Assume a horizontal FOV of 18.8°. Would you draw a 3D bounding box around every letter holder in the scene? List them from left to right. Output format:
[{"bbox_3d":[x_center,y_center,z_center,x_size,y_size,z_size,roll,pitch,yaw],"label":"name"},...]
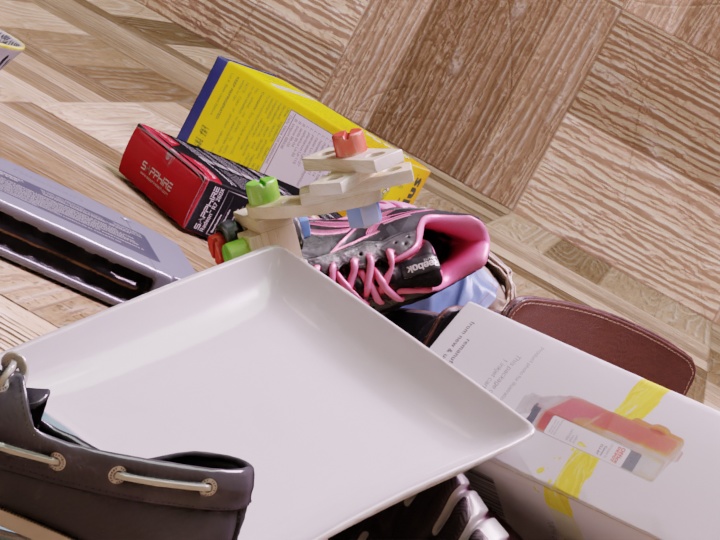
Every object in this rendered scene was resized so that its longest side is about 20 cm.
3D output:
[{"bbox_3d":[0.103,0.072,1.390,0.200,0.142,0.101,19,12,-45],"label":"letter holder"}]

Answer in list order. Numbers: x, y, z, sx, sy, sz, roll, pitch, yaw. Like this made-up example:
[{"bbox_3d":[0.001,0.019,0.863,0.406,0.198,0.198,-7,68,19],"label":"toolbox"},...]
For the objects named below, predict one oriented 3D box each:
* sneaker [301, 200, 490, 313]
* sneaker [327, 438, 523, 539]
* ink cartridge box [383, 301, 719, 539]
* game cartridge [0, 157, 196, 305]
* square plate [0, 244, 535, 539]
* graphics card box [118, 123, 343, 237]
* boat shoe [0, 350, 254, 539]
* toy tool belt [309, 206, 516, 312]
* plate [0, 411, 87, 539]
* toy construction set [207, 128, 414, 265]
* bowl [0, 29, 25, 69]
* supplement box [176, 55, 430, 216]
[{"bbox_3d":[0.000,0.000,1.300,0.095,0.079,0.200,1,17,45],"label":"sneaker"},{"bbox_3d":[0.069,0.161,1.063,0.200,0.076,0.115,42,5,38],"label":"sneaker"},{"bbox_3d":[0.125,0.120,1.095,0.200,0.083,0.145,24,-29,33],"label":"ink cartridge box"},{"bbox_3d":[-0.200,-0.029,1.386,0.200,0.042,0.133,25,5,-21],"label":"game cartridge"},{"bbox_3d":[-0.053,0.070,1.039,0.198,0.029,0.200,-22,43,-36],"label":"square plate"},{"bbox_3d":[-0.091,-0.050,1.806,0.200,0.051,0.125,20,12,-40],"label":"graphics card box"},{"bbox_3d":[-0.133,0.059,0.821,0.200,0.063,0.073,27,9,-8],"label":"boat shoe"},{"bbox_3d":[0.017,0.008,1.574,0.200,0.125,0.123,28,0,2],"label":"toy tool belt"},{"bbox_3d":[-0.184,0.070,0.894,0.200,0.026,0.200,28,8,-4],"label":"plate"},{"bbox_3d":[-0.023,0.021,1.184,0.092,0.201,0.131,-3,10,-22],"label":"toy construction set"},{"bbox_3d":[-0.328,-0.142,1.414,0.200,0.094,0.201,22,7,-3],"label":"bowl"},{"bbox_3d":[-0.057,-0.098,1.997,0.200,0.109,0.109,33,10,26],"label":"supplement box"}]
